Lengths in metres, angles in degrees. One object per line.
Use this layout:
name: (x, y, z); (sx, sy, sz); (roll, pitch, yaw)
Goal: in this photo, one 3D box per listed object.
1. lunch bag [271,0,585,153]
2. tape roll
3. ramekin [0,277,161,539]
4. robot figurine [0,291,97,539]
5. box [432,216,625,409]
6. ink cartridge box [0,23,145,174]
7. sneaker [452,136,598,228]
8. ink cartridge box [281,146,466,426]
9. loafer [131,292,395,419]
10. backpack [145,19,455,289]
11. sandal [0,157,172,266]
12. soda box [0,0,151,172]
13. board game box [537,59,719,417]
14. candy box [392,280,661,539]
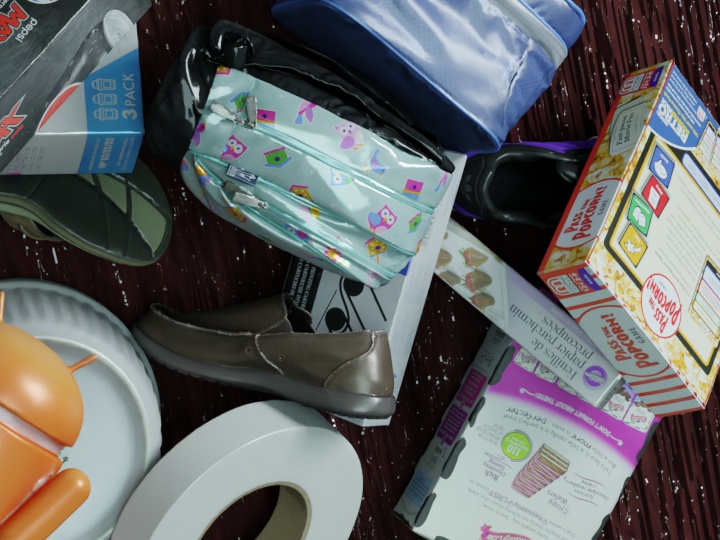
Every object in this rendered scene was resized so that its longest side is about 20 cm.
lunch bag: (0.045, -0.188, 1.539); (0.200, 0.136, 0.133); (39, 79, -20)
tape roll: (-0.086, 0.182, 1.564); (0.202, 0.037, 0.204); (-27, 138, -27)
ramekin: (-0.228, 0.113, 1.534); (0.199, 0.105, 0.202); (-3, 100, -14)
robot figurine: (-0.250, 0.117, 1.410); (0.116, 0.144, 0.201); (37, 83, -32)
box: (0.105, 0.021, 1.592); (0.200, 0.041, 0.039); (40, 94, 15)
ink cartridge box: (-0.248, -0.128, 1.485); (0.198, 0.068, 0.116); (-2, 69, -15)
sneaker: (0.155, -0.058, 1.609); (0.199, 0.099, 0.070); (-3, 100, -18)
ink cartridge box: (0.000, 0.000, 1.581); (0.094, 0.044, 0.201); (19, 97, 27)
loafer: (-0.062, 0.049, 1.553); (0.199, 0.073, 0.072); (14, 91, 17)
backpack: (-0.040, -0.077, 1.491); (0.199, 0.167, 0.127); (28, 100, -3)
sandal: (-0.222, -0.059, 1.534); (0.200, 0.057, 0.080); (20, 64, -1)
soda box: (-0.217, -0.136, 1.414); (0.063, 0.071, 0.200); (30, 64, 18)
board game box: (0.213, -0.023, 1.569); (0.152, 0.046, 0.201); (49, 48, -26)
candy box: (0.132, 0.126, 1.656); (0.136, 0.061, 0.201); (29, 90, -16)
